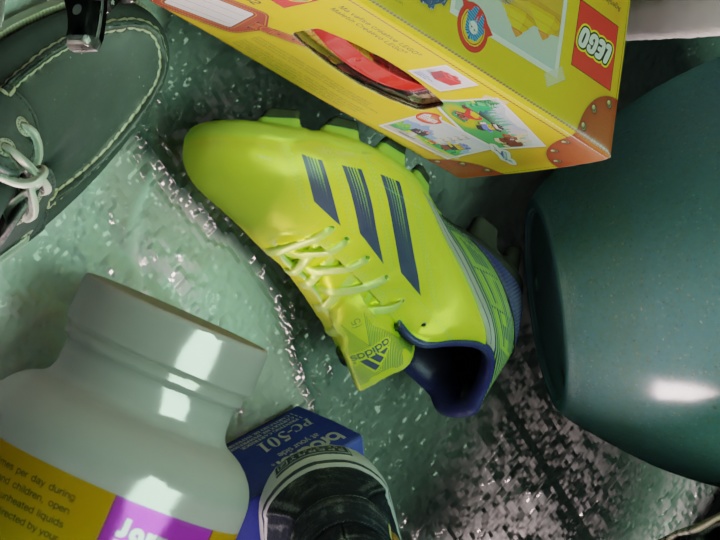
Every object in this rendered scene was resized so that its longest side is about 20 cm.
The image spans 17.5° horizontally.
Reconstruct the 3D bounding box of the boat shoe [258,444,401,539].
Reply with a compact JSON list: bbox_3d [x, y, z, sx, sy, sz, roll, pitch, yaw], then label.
[{"bbox_3d":[0.003,0.173,0.897,0.070,0.091,0.202,-16,115,-4],"label":"boat shoe"}]

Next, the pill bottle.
[{"bbox_3d":[-0.105,0.107,0.837,0.104,0.104,0.201,24,89,-45],"label":"pill bottle"}]

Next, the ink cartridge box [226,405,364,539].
[{"bbox_3d":[-0.037,0.167,0.966,0.094,0.044,0.202,-26,122,-36],"label":"ink cartridge box"}]

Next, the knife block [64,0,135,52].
[{"bbox_3d":[-0.092,-0.171,0.675,0.201,0.064,0.176,65,22,-16],"label":"knife block"}]

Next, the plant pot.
[{"bbox_3d":[0.144,0.006,0.996,0.134,0.200,0.202,-8,115,-5],"label":"plant pot"}]

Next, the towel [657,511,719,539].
[{"bbox_3d":[0.127,0.149,1.010,0.199,0.192,0.035,11,57,-58],"label":"towel"}]

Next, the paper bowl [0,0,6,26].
[{"bbox_3d":[-0.189,-0.095,0.682,0.200,0.104,0.202,-17,116,-39],"label":"paper bowl"}]

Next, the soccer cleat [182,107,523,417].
[{"bbox_3d":[0.001,0.000,0.918,0.200,0.064,0.084,32,65,-48],"label":"soccer cleat"}]

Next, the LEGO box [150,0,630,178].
[{"bbox_3d":[0.014,-0.140,0.842,0.199,0.077,0.150,26,66,-45],"label":"LEGO box"}]

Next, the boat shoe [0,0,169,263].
[{"bbox_3d":[-0.130,-0.022,0.793,0.200,0.062,0.073,-41,129,-25],"label":"boat shoe"}]

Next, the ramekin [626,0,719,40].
[{"bbox_3d":[0.198,-0.150,0.964,0.199,0.200,0.099,-9,97,-41],"label":"ramekin"}]

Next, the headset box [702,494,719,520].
[{"bbox_3d":[0.248,0.178,1.206,0.175,0.092,0.200,-53,133,-15],"label":"headset box"}]
